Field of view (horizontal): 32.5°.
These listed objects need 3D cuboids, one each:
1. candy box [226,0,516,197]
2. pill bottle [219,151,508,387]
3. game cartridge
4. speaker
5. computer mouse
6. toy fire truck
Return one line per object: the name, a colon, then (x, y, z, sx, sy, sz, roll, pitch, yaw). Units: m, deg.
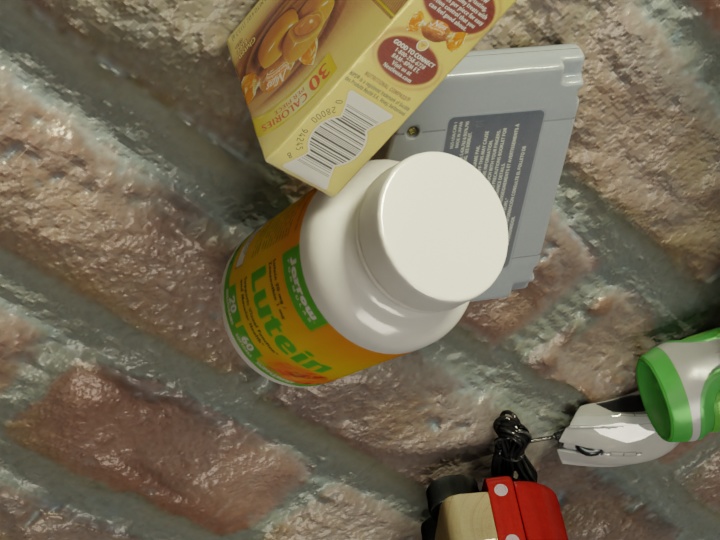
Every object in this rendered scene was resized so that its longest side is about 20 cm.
candy box: (0.017, -0.151, 0.654, 0.055, 0.116, 0.200, 26, 120, -38)
pill bottle: (0.000, 0.000, 0.736, 0.110, 0.113, 0.200, 7, 163, -26)
game cartridge: (0.067, -0.058, 0.823, 0.131, 0.042, 0.202, -3, 134, -12)
speaker: (0.333, 0.077, 1.020, 0.198, 0.089, 0.089, -17, 136, -5)
computer mouse: (0.209, 0.146, 1.068, 0.197, 0.044, 0.110, -13, 135, -9)
toy fire truck: (0.159, 0.267, 1.077, 0.197, 0.130, 0.177, -4, 140, -6)
